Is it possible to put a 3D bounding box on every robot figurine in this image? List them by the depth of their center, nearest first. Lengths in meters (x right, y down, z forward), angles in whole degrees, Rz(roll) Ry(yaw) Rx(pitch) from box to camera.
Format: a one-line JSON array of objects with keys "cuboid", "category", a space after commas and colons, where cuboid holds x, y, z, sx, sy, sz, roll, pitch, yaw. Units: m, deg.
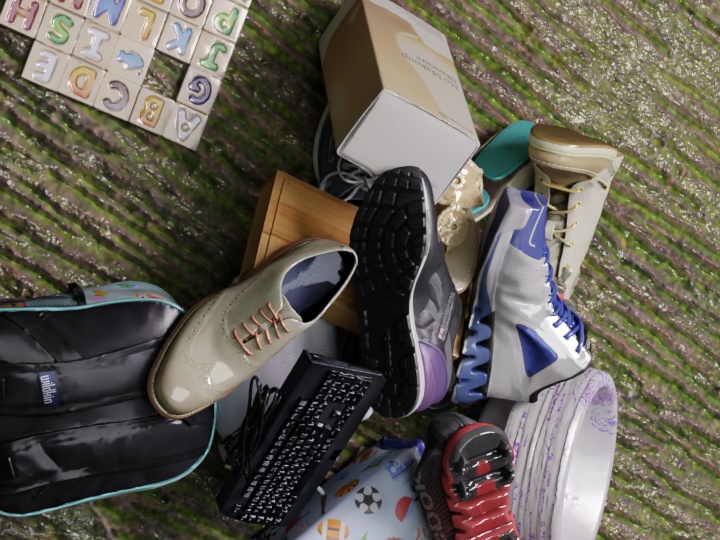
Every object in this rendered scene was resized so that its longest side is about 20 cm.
[{"cuboid": [-0.073, 0.104, 1.331, 0.168, 0.113, 0.203, -6, 97, -7], "category": "robot figurine"}]

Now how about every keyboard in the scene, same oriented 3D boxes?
[{"cuboid": [-0.062, 0.149, 1.243, 0.103, 0.040, 0.201, 15, 127, -20], "category": "keyboard"}]

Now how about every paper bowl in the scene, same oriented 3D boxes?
[{"cuboid": [0.165, 0.184, 1.417, 0.103, 0.200, 0.203, 9, 90, 21], "category": "paper bowl"}]

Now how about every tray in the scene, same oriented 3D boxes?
[{"cuboid": [0.000, 0.000, 1.306, 0.198, 0.037, 0.100, 24, 58, -20], "category": "tray"}]

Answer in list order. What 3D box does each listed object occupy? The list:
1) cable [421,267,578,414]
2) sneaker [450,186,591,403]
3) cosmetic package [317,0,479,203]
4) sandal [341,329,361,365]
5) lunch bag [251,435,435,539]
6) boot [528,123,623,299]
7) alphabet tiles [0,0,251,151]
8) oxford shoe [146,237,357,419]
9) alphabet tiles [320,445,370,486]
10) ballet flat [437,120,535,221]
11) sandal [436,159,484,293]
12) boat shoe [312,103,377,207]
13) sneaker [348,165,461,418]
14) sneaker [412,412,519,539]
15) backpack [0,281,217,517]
[{"cuboid": [0.125, 0.062, 1.409, 0.096, 0.051, 0.200, 17, 131, -27], "category": "cable"}, {"cuboid": [0.151, 0.031, 1.313, 0.114, 0.081, 0.201, 11, 113, -1], "category": "sneaker"}, {"cuboid": [0.029, -0.153, 1.303, 0.105, 0.201, 0.071, 26, 118, -24], "category": "cosmetic package"}, {"cuboid": [0.032, 0.037, 1.370, 0.075, 0.045, 0.200, 54, 47, -13], "category": "sandal"}, {"cuboid": [0.026, 0.279, 1.381, 0.169, 0.124, 0.201, -37, 100, -17], "category": "lunch bag"}, {"cuboid": [0.179, -0.050, 1.395, 0.071, 0.200, 0.156, 22, 97, 18], "category": "boot"}, {"cuboid": [-0.200, -0.218, 1.305, 0.198, 0.008, 0.169, 22, 86, -24], "category": "alphabet tiles"}, {"cuboid": [-0.084, 0.039, 1.194, 0.200, 0.074, 0.071, -44, 103, -20], "category": "oxford shoe"}, {"cuboid": [0.026, 0.264, 1.448, 0.198, 0.006, 0.168, 23, 86, -23], "category": "alphabet tiles"}, {"cuboid": [0.102, -0.069, 1.406, 0.199, 0.069, 0.070, -31, 107, -32], "category": "ballet flat"}, {"cuboid": [0.072, -0.085, 1.323, 0.077, 0.070, 0.213, 8, 52, -8], "category": "sandal"}, {"cuboid": [-0.008, -0.063, 1.372, 0.074, 0.062, 0.202, 9, 92, -24], "category": "boat shoe"}, {"cuboid": [0.043, 0.014, 1.252, 0.087, 0.075, 0.203, -10, 105, -53], "category": "sneaker"}, {"cuboid": [0.090, 0.209, 1.311, 0.070, 0.098, 0.203, -15, 115, -22], "category": "sneaker"}, {"cuboid": [-0.220, 0.096, 1.245, 0.198, 0.153, 0.178, -8, 98, -12], "category": "backpack"}]
